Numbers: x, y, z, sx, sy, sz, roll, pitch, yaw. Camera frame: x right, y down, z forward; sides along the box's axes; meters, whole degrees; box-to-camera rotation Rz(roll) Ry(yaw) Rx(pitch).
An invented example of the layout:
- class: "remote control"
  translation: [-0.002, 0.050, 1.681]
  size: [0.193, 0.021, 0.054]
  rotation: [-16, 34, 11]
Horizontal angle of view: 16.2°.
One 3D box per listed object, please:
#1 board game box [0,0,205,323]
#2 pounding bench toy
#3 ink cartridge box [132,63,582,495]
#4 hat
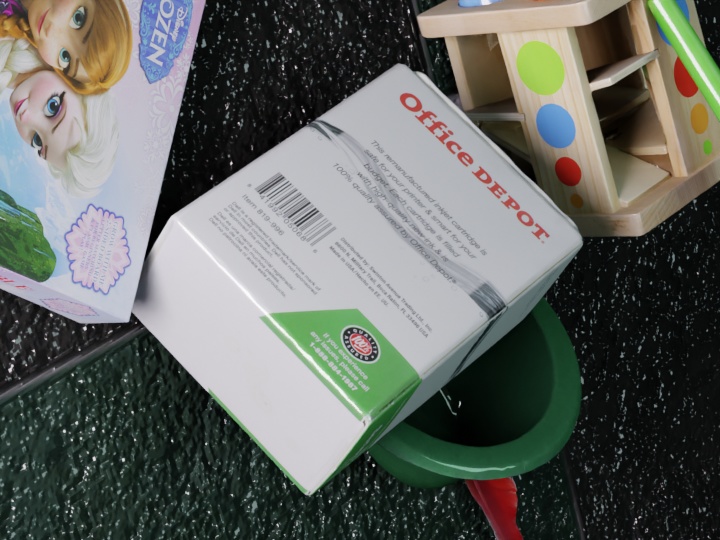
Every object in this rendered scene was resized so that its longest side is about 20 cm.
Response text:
- class: "board game box"
  translation: [-0.170, -0.099, 1.217]
  size: [0.199, 0.041, 0.201]
  rotation: [25, 71, -45]
- class: "pounding bench toy"
  translation: [0.157, -0.115, 1.457]
  size: [0.124, 0.199, 0.157]
  rotation: [-32, 113, -42]
- class: "ink cartridge box"
  translation: [0.000, 0.000, 1.324]
  size: [0.147, 0.083, 0.200]
  rotation: [46, 48, 10]
- class: "hat"
  translation: [0.022, 0.095, 1.442]
  size: [0.200, 0.176, 0.165]
  rotation: [48, 49, 12]
